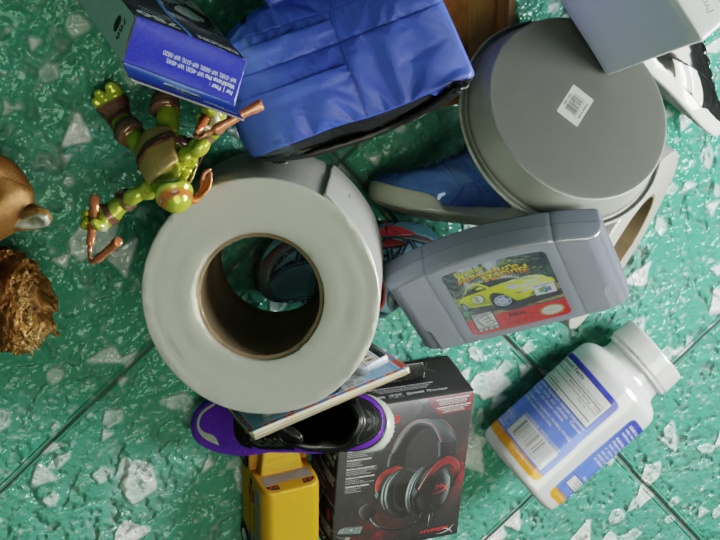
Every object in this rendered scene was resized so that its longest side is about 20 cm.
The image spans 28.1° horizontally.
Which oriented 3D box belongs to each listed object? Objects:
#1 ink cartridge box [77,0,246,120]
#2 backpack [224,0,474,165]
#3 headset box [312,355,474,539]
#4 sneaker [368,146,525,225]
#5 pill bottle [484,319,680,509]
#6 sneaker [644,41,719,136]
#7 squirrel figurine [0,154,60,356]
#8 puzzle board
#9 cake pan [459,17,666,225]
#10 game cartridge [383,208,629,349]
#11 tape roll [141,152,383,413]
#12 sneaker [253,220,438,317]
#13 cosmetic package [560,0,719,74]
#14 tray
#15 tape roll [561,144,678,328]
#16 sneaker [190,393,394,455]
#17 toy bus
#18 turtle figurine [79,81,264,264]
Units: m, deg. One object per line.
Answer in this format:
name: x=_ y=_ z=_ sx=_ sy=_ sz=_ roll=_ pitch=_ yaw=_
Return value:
ink cartridge box: x=-0.152 y=-0.182 z=1.109 sx=0.099 sy=0.200 sz=0.039 roll=18 pitch=110 yaw=-32
backpack: x=-0.024 y=-0.185 z=1.189 sx=0.198 sy=0.163 sz=0.169 roll=-24 pitch=94 yaw=8
headset box: x=0.030 y=0.180 z=1.471 sx=0.147 sy=0.075 sz=0.202 roll=-6 pitch=119 yaw=-21
sneaker: x=0.108 y=-0.101 z=1.327 sx=0.077 sy=0.198 sz=0.113 roll=18 pitch=80 yaw=-68
pill bottle: x=0.239 y=0.149 z=1.526 sx=0.200 sy=0.112 sz=0.112 roll=-42 pitch=126 yaw=2
sneaker: x=0.319 y=-0.221 z=1.377 sx=0.199 sy=0.073 sz=0.112 roll=36 pitch=101 yaw=-33
squirrel figurine: x=-0.335 y=-0.005 z=1.188 sx=0.187 sy=0.141 sz=0.200 roll=-46 pitch=140 yaw=-7
puzzle board: x=-0.053 y=0.096 z=1.317 sx=0.149 sy=0.200 sz=0.018 roll=-23 pitch=104 yaw=-12
cake pan: x=0.185 y=-0.137 z=1.265 sx=0.198 sy=0.202 sz=0.037 roll=-7 pitch=164 yaw=-21
game cartridge: x=0.128 y=0.007 z=1.274 sx=0.198 sy=0.041 sz=0.133 roll=-15 pitch=140 yaw=16
tape roll: x=-0.079 y=0.006 z=1.240 sx=0.200 sy=0.139 sz=0.205 roll=0 pitch=104 yaw=2
sneaker: x=0.000 y=0.000 z=1.343 sx=0.198 sy=0.096 sz=0.080 roll=-8 pitch=121 yaw=-21
cosmetic package: x=0.269 y=-0.299 z=1.204 sx=0.199 sy=0.166 sz=0.168 roll=-37 pitch=99 yaw=-15
tray: x=0.087 y=-0.249 z=1.281 sx=0.098 sy=0.037 sz=0.202 roll=-12 pitch=121 yaw=-17
tape roll: x=0.242 y=-0.036 z=1.396 sx=0.203 sy=0.037 sz=0.203 roll=-52 pitch=163 yaw=-23
sneaker: x=-0.074 y=0.137 z=1.344 sx=0.198 sy=0.099 sz=0.070 roll=-3 pitch=83 yaw=15
toy bus: x=-0.081 y=0.246 z=1.455 sx=0.064 sy=0.078 sz=0.202 roll=-10 pitch=121 yaw=-19
turtle figurine: x=-0.156 y=-0.103 z=1.165 sx=0.200 sy=0.162 sz=0.064 roll=-41 pitch=138 yaw=21
